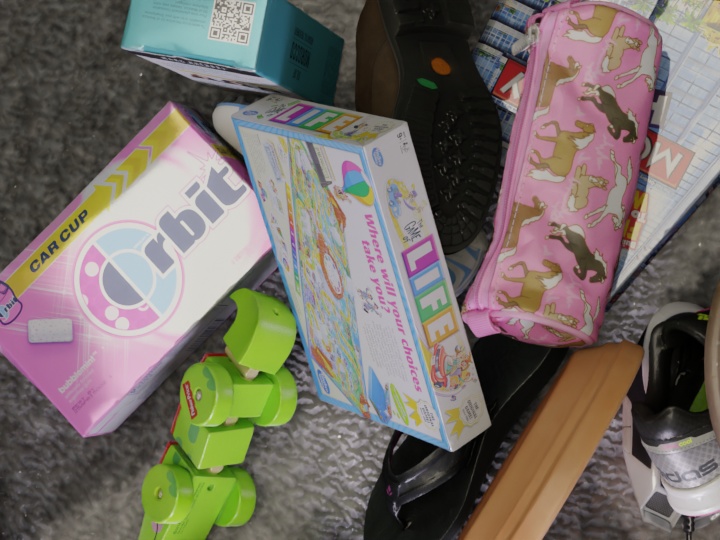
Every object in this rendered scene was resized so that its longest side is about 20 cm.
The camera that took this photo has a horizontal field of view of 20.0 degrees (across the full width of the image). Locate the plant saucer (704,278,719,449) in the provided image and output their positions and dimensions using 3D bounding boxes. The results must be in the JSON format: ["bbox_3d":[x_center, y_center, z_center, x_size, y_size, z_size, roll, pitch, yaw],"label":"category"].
[{"bbox_3d":[0.279,0.056,1.174,0.199,0.029,0.201,3,85,-33],"label":"plant saucer"}]

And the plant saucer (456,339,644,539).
[{"bbox_3d":[0.099,0.122,1.185,0.037,0.200,0.201,31,94,5],"label":"plant saucer"}]

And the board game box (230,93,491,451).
[{"bbox_3d":[0.000,0.000,1.212,0.034,0.134,0.201,-30,118,-28],"label":"board game box"}]

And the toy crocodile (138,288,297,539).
[{"bbox_3d":[-0.095,0.105,1.284,0.062,0.067,0.201,45,121,41],"label":"toy crocodile"}]

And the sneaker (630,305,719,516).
[{"bbox_3d":[0.220,0.041,1.193,0.074,0.087,0.200,8,58,50],"label":"sneaker"}]

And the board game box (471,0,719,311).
[{"bbox_3d":[0.150,-0.087,1.256,0.199,0.062,0.201,28,93,11],"label":"board game box"}]

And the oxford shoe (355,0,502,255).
[{"bbox_3d":[0.036,-0.091,1.244,0.072,0.084,0.201,9,58,-23],"label":"oxford shoe"}]

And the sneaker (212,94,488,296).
[{"bbox_3d":[-0.016,-0.045,1.282,0.200,0.072,0.073,33,88,12],"label":"sneaker"}]

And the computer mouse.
[{"bbox_3d":[0.190,0.120,1.238,0.109,0.044,0.201,8,78,-30],"label":"computer mouse"}]

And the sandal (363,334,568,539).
[{"bbox_3d":[0.053,0.096,1.261,0.075,0.048,0.201,30,87,51],"label":"sandal"}]

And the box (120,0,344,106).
[{"bbox_3d":[-0.072,-0.137,1.232,0.082,0.200,0.049,11,90,11],"label":"box"}]

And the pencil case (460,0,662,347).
[{"bbox_3d":[0.116,-0.053,1.177,0.086,0.083,0.201,11,83,7],"label":"pencil case"}]

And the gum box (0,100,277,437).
[{"bbox_3d":[-0.144,0.004,1.309,0.200,0.066,0.114,-45,81,6],"label":"gum box"}]
